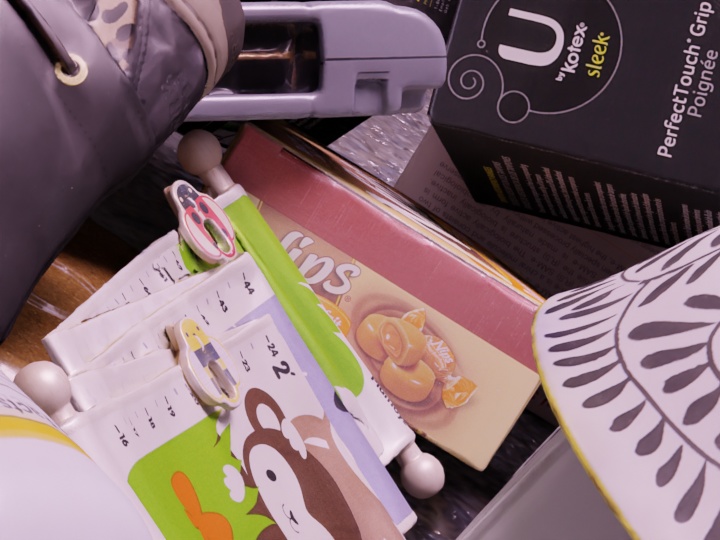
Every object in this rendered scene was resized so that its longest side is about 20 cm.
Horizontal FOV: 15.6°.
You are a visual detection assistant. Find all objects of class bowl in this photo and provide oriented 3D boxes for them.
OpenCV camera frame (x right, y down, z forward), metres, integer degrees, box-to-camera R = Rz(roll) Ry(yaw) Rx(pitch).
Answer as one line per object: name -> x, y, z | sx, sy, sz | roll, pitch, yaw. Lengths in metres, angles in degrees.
bowl -> 0.145, 0.047, 0.638 | 0.200, 0.094, 0.201 | 38, 18, -15

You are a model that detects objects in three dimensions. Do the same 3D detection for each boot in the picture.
boot -> -0.145, -0.054, 0.648 | 0.199, 0.073, 0.151 | 29, 58, -2

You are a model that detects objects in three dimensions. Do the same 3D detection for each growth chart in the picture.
growth chart -> -0.025, 0.050, 0.674 | 0.145, 0.018, 0.200 | 53, 20, -9

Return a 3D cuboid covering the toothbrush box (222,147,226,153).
toothbrush box -> -0.090, -0.158, 1.084 | 0.199, 0.147, 0.085 | 30, 15, -8

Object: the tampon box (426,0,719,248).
tampon box -> 0.140, -0.081, 0.846 | 0.199, 0.151, 0.126 | 15, -7, 11

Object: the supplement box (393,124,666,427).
supplement box -> 0.096, -0.048, 0.991 | 0.126, 0.201, 0.074 | 33, 18, 2

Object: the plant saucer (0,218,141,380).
plant saucer -> -0.094, 0.017, 0.729 | 0.199, 0.036, 0.200 | 30, 15, -9

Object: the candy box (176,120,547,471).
candy box -> 0.000, 0.000, 0.860 | 0.115, 0.056, 0.200 | 31, 4, -3

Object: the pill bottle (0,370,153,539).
pill bottle -> -0.104, 0.054, 0.445 | 0.200, 0.112, 0.112 | 41, 18, 30

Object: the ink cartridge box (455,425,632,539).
ink cartridge box -> 0.101, 0.100, 0.718 | 0.145, 0.083, 0.200 | 44, 16, 5

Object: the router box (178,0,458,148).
router box -> -0.056, -0.100, 0.934 | 0.148, 0.051, 0.200 | 20, -15, -15

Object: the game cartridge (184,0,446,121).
game cartridge -> -0.089, -0.061, 0.783 | 0.199, 0.042, 0.133 | -3, 9, -18
